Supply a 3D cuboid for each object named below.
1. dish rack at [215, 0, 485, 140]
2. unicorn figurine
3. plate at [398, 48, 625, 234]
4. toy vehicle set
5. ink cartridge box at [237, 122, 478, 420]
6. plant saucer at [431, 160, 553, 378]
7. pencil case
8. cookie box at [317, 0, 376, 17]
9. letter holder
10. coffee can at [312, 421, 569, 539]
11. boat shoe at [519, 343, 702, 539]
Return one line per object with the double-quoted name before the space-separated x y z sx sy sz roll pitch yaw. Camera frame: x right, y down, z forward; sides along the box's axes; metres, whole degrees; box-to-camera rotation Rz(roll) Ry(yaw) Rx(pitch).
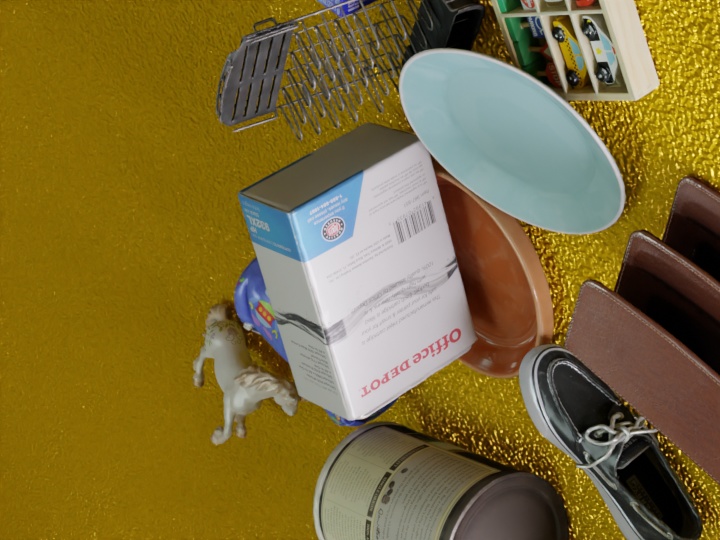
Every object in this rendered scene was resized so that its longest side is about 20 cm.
"dish rack" -0.013 -0.157 1.514 0.055 0.199 0.154 63 161 21
"unicorn figurine" -0.124 0.117 2.073 0.200 0.074 0.138 52 140 25
"plate" 0.118 -0.103 1.495 0.200 0.026 0.200 30 155 15
"toy vehicle set" 0.135 -0.218 1.406 0.124 0.026 0.201 6 122 55
"ink cartridge box" 0.000 0.000 1.635 0.084 0.145 0.201 20 133 50
"plant saucer" 0.093 -0.003 1.670 0.200 0.032 0.201 38 144 34
"pencil case" -0.044 0.067 1.892 0.200 0.078 0.087 45 109 29
"cookie box" -0.040 -0.327 1.528 0.171 0.075 0.200 39 145 33
"letter holder" 0.259 0.048 1.389 0.200 0.100 0.142 43 146 27
"coffee can" 0.071 0.232 1.805 0.200 0.146 0.147 16 130 51
"boat shoe" 0.205 0.142 1.584 0.200 0.073 0.068 59 156 -1
